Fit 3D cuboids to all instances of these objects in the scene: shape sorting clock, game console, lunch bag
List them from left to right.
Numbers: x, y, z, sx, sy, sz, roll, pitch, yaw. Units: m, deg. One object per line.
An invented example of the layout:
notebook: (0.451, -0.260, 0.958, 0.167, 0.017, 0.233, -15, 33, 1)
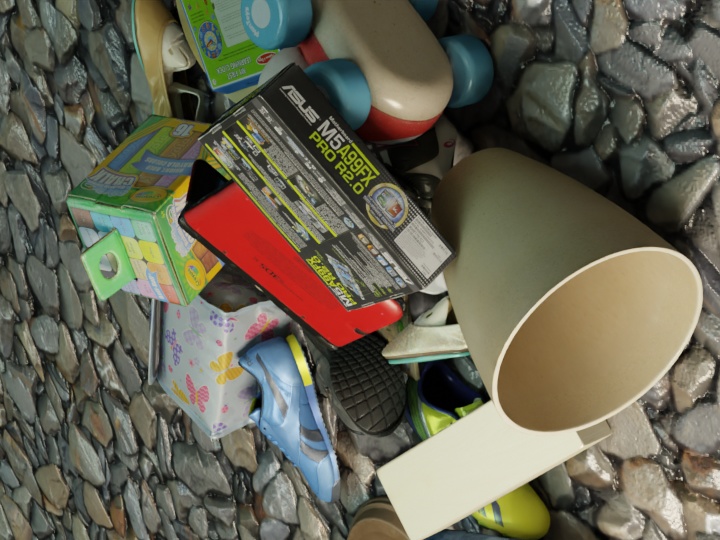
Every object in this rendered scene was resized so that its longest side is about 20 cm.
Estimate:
lunch bag: (-0.172, 0.062, 1.730, 0.200, 0.126, 0.171, 40, 133, 43)
shape sorting clock: (-0.120, -0.256, 1.575, 0.199, 0.039, 0.201, 28, 130, 39)
game console: (-0.059, -0.034, 1.448, 0.200, 0.119, 0.172, 40, 142, -20)

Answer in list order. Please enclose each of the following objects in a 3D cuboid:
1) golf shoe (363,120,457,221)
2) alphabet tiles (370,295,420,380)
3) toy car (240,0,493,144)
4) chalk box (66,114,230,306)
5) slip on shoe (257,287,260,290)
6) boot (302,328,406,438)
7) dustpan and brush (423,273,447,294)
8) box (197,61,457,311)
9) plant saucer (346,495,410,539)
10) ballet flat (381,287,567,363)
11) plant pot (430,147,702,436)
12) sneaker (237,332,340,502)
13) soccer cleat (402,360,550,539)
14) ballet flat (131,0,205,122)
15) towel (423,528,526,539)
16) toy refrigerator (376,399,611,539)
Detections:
golf shoe: (0.029, -0.104, 1.439, 0.200, 0.077, 0.089, 27, 92, 58)
alphabet tiles: (0.000, 0.000, 1.524, 0.200, 0.007, 0.168, 32, 136, 60)
toy car: (-0.023, -0.152, 1.356, 0.177, 0.184, 0.200, 56, 137, 17)
chalk box: (-0.211, -0.051, 1.618, 0.123, 0.200, 0.125, 11, 136, 31)
slip on shoe: (-0.087, -0.065, 1.589, 0.201, 0.075, 0.061, 87, 177, -45)
boot: (0.001, 0.120, 1.547, 0.200, 0.069, 0.132, -118, 11, -46)
dustpan and brush: (-0.016, -0.048, 1.374, 0.200, 0.057, 0.140, 42, 170, 25)
box: (-0.030, -0.062, 1.262, 0.200, 0.044, 0.160, 49, 158, -9)
plant saucer: (0.046, 0.338, 1.655, 0.200, 0.029, 0.202, 29, 128, 44)
ballet flat: (0.105, 0.046, 1.389, 0.199, 0.067, 0.063, -7, 91, 34)
plant pot: (0.143, -0.005, 1.254, 0.200, 0.186, 0.188, 57, 145, 42)
sneaker: (-0.077, 0.166, 1.668, 0.066, 0.078, 0.201, -137, 28, -66)
soccer cleat: (0.108, 0.166, 1.457, 0.200, 0.064, 0.084, 50, 138, 27)
ballet flat: (-0.201, -0.209, 1.703, 0.063, 0.069, 0.202, 2, 113, 23)
towel: (0.145, 0.273, 1.420, 0.199, 0.111, 0.049, -3, 69, 53)
toy refrigerator: (0.118, 0.161, 1.383, 0.200, 0.070, 0.076, -36, 76, 30)
